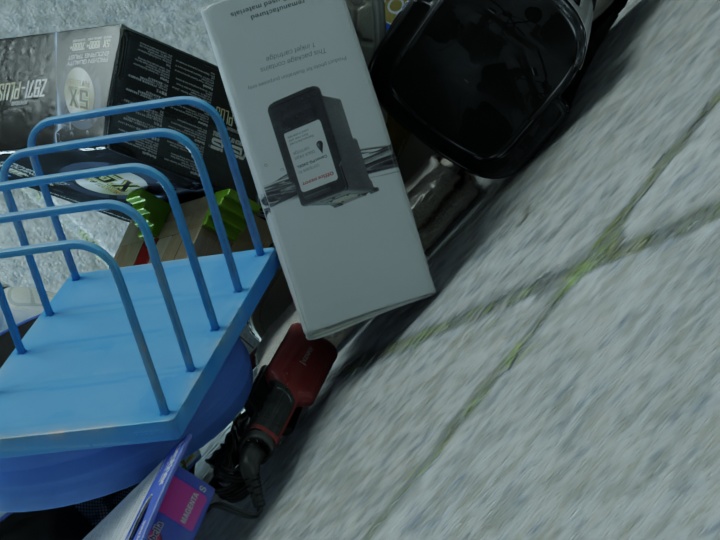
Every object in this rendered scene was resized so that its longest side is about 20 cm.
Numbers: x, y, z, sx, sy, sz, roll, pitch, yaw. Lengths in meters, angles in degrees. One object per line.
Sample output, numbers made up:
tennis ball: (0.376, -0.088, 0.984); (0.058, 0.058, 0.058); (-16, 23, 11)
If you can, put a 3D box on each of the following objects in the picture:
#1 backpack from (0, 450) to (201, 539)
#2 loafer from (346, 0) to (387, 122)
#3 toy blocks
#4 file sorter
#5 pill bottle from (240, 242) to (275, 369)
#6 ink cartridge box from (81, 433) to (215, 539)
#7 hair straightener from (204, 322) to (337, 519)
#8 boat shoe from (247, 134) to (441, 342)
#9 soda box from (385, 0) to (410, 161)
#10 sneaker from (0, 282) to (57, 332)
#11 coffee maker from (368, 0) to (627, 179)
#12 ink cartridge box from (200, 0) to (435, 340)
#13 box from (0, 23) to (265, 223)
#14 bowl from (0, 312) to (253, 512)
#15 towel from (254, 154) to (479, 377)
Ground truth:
backpack: (-0.204, 0.148, 1.514); (0.183, 0.147, 0.200); (-39, 5, 30)
loafer: (-0.016, -0.105, 1.513); (0.070, 0.070, 0.200); (-41, -37, -66)
toy blocks: (-0.134, 0.027, 1.610); (0.200, 0.100, 0.137); (-11, 53, 62)
file sorter: (-0.150, 0.000, 1.333); (0.138, 0.123, 0.200); (-7, 25, 19)
pill bottle: (-0.108, 0.022, 1.765); (0.200, 0.114, 0.114); (-47, 7, -1)
ink cartridge box: (-0.142, 0.182, 1.291); (0.200, 0.042, 0.119); (-48, 14, 46)
hair straightener: (-0.057, 0.101, 1.366); (0.077, 0.041, 0.200); (-54, 9, 22)
boat shoe: (-0.014, -0.031, 1.661); (0.200, 0.073, 0.063); (-53, 10, -7)
soda box: (0.025, -0.161, 1.623); (0.068, 0.064, 0.200); (72, -139, -64)
sneaker: (-0.210, 0.049, 1.591); (0.200, 0.081, 0.075); (52, -139, -80)
coffee maker: (0.095, -0.145, 1.494); (0.200, 0.134, 0.192); (-55, -20, -54)
ink cartridge box: (-0.025, -0.072, 1.400); (0.083, 0.200, 0.145); (-18, 7, -1)
box: (-0.157, -0.095, 1.648); (0.164, 0.200, 0.086); (-1, 76, 41)
bowl: (-0.163, 0.071, 1.385); (0.200, 0.039, 0.201); (-13, 24, 6)
towel: (0.000, 0.000, 1.550); (0.200, 0.034, 0.133); (-48, 6, 3)
